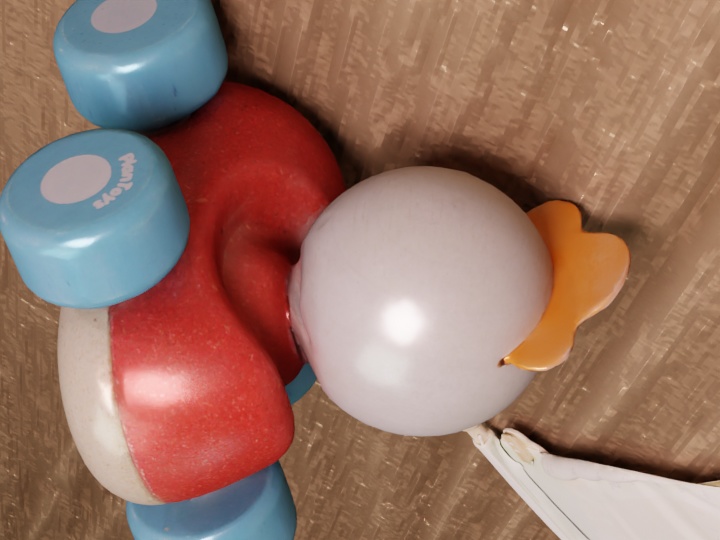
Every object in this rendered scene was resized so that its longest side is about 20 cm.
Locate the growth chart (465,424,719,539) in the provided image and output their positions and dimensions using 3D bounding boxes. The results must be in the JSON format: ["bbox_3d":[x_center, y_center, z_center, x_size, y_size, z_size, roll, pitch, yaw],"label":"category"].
[{"bbox_3d":[0.145,0.118,1.045,0.200,0.018,0.145,10,149,43],"label":"growth chart"}]

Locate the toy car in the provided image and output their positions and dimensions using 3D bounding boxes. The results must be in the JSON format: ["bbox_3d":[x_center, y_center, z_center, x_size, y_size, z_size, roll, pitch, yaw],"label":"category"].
[{"bbox_3d":[0.000,0.000,0.867,0.200,0.177,0.184,-5,131,13],"label":"toy car"}]
